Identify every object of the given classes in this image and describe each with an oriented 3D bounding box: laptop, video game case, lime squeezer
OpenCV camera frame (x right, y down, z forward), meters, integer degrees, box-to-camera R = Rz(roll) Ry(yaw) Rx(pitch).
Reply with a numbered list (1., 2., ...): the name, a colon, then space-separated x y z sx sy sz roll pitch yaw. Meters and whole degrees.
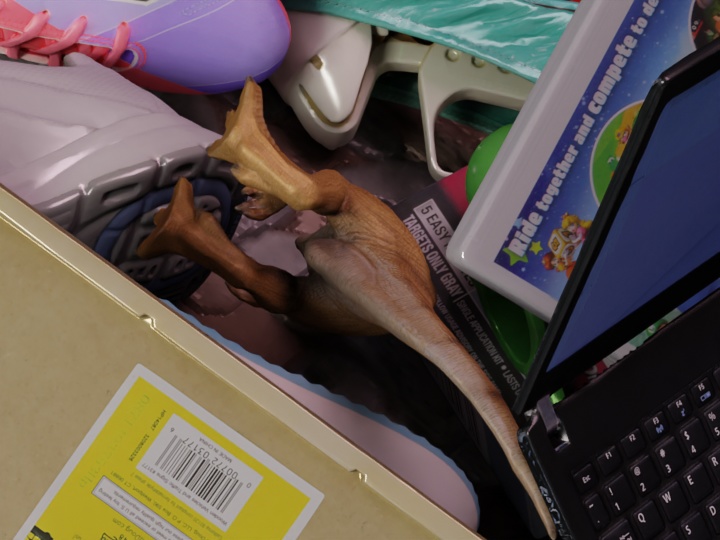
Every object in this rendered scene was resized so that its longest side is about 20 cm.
1. laptop: 0.135 0.019 0.684 0.177 0.103 0.200 -31 100 -36
2. video game case: 0.141 -0.016 0.777 0.200 0.143 0.018 31 -6 -15
3. lime squeezer: 0.061 0.000 0.796 0.070 0.038 0.201 19 61 -18

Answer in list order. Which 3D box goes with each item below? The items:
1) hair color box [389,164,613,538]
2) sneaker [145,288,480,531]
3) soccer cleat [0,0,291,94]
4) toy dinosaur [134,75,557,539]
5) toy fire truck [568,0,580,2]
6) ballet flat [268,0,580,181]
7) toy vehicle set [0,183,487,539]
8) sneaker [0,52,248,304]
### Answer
1. hair color box: 0.113 -0.013 0.843 0.200 0.061 0.099 -28 61 -8
2. sneaker: -0.061 0.060 0.715 0.199 0.077 0.081 21 40 -11
3. soccer cleat: -0.120 -0.092 0.853 0.199 0.067 0.077 23 44 -8
4. toy dinosaur: 0.000 0.000 0.755 0.106 0.061 0.200 30 3 -14
5. toy fire truck: 0.012 -0.141 1.009 0.200 0.049 0.141 30 36 -3
6. ballet flat: 0.019 -0.068 0.914 0.199 0.067 0.071 15 68 4
7. toy vehicle set: -0.057 0.078 0.666 0.200 0.124 0.027 36 -2 5
8. sneaker: -0.125 -0.021 0.778 0.200 0.075 0.087 -8 40 -48
